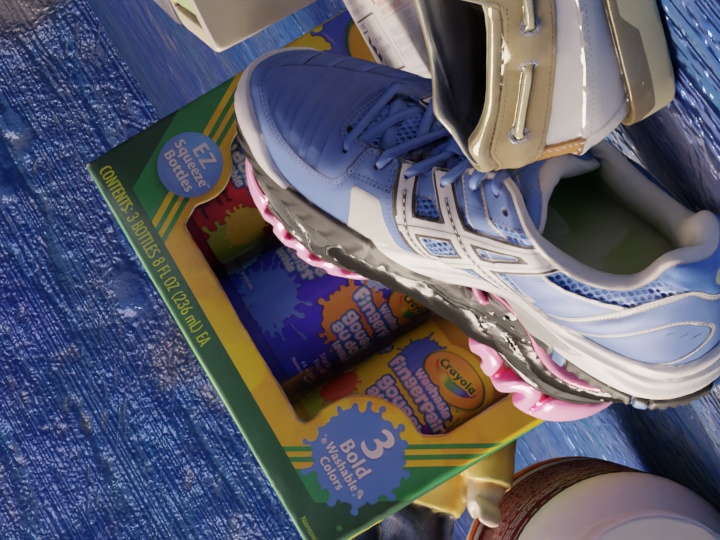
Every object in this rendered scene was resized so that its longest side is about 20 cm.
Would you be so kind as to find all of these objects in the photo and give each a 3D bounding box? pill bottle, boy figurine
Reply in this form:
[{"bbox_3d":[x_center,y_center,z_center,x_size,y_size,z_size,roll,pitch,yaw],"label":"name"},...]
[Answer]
[{"bbox_3d":[0.113,0.145,1.104,0.113,0.113,0.200,59,175,-1],"label":"pill bottle"},{"bbox_3d":[0.031,0.083,1.158,0.064,0.201,0.124,34,163,-37],"label":"boy figurine"}]

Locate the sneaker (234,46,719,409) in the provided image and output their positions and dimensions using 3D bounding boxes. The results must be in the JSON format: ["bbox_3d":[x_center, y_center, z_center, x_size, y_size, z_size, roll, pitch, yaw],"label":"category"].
[{"bbox_3d":[0.046,-0.032,0.834,0.199,0.076,0.077,27,152,14],"label":"sneaker"}]

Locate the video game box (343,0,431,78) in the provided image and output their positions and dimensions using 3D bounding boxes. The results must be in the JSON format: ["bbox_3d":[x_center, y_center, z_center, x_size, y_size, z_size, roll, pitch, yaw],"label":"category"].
[{"bbox_3d":[0.001,-0.154,0.888,0.183,0.047,0.200,58,174,-5],"label":"video game box"}]

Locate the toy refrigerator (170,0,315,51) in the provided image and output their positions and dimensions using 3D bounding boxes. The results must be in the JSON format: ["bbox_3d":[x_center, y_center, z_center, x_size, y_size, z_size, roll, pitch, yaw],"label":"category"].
[{"bbox_3d":[-0.078,-0.184,0.869,0.201,0.070,0.076,63,174,-19],"label":"toy refrigerator"}]

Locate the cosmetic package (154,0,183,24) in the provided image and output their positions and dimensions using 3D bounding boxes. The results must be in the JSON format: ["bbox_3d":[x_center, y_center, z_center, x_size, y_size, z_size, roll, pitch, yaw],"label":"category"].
[{"bbox_3d":[-0.080,-0.188,1.156,0.072,0.101,0.200,61,175,-23],"label":"cosmetic package"}]

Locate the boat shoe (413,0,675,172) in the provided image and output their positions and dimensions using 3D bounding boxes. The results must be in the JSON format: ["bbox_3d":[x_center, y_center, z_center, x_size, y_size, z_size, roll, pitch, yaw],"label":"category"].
[{"bbox_3d":[0.034,-0.109,0.707,0.075,0.068,0.201,52,170,52],"label":"boat shoe"}]

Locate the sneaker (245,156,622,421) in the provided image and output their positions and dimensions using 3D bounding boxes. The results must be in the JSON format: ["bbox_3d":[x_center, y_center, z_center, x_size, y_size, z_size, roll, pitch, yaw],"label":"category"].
[{"bbox_3d":[0.046,-0.008,0.962,0.199,0.079,0.095,33,174,-17],"label":"sneaker"}]

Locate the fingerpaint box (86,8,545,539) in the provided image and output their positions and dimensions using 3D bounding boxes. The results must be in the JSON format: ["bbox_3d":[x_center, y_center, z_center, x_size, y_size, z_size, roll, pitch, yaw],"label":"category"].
[{"bbox_3d":[0.000,0.000,1.078,0.201,0.166,0.073,60,176,6],"label":"fingerpaint box"}]
